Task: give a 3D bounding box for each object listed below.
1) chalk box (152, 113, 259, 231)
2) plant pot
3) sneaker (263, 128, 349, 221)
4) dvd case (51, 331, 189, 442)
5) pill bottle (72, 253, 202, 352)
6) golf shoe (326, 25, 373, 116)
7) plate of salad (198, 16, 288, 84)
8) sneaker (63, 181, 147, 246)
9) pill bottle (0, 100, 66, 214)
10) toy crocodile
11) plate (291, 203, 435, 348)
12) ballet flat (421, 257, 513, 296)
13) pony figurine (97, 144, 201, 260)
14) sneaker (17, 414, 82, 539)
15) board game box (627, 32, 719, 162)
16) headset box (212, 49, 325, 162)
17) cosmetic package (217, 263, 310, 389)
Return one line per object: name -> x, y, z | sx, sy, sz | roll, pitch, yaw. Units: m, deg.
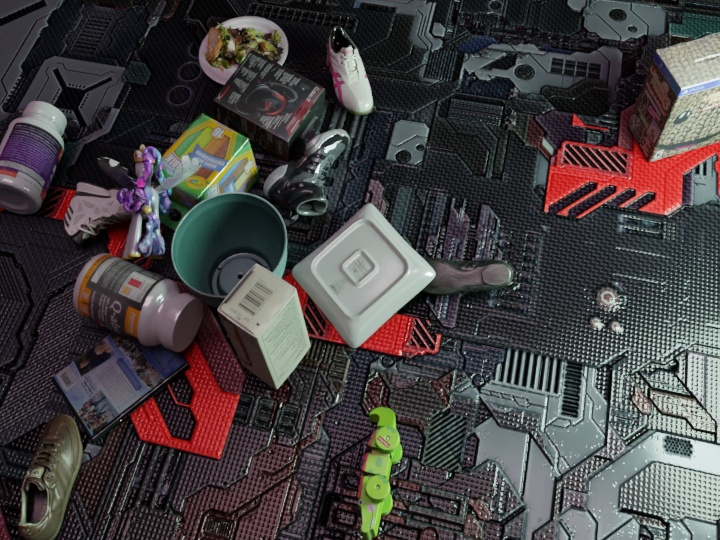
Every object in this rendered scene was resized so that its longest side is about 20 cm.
chalk box -> -0.300, -0.163, 1.424 | 0.122, 0.125, 0.202 | 28, 66, 18
plant pot -> -0.216, -0.014, 1.331 | 0.194, 0.135, 0.205 | -1, 61, 2
sneaker -> -0.080, -0.174, 1.450 | 0.198, 0.076, 0.114 | -38, 66, -10
dvd case -> -0.408, 0.174, 1.305 | 0.199, 0.018, 0.143 | -38, 66, -17
pill bottle -> -0.373, 0.057, 1.292 | 0.196, 0.117, 0.118 | 21, 64, 15
golf shoe -> -0.027, -0.406, 1.563 | 0.071, 0.093, 0.204 | -18, 63, -9
plate of salad -> -0.252, -0.479, 1.640 | 0.194, 0.048, 0.205 | -1, 60, 2
sneaker -> -0.473, -0.090, 1.424 | 0.196, 0.076, 0.118 | 12, 71, 30
pill bottle -> -0.642, -0.223, 1.484 | 0.108, 0.112, 0.205 | 6, 62, 7
toy crocodile -> 0.025, 0.308, 1.179 | 0.060, 0.068, 0.204 | 6, 59, 13
plate -> 0.000, 0.000, 1.350 | 0.199, 0.032, 0.200 | -40, 65, -5
ballet flat -> 0.171, 0.014, 1.353 | 0.194, 0.057, 0.069 | 1, 83, 10
pony figurine -> -0.362, -0.123, 1.287 | 0.162, 0.192, 0.207 | 3, 87, -22
sneaker -> -0.486, 0.317, 1.197 | 0.068, 0.076, 0.205 | -3, 61, 2
board game box -> 0.608, -0.319, 1.415 | 0.155, 0.202, 0.099 | -16, 60, -6
headset box -> -0.172, -0.324, 1.524 | 0.197, 0.075, 0.151 | 28, 66, 8
cosmetic package -> -0.151, 0.094, 1.231 | 0.086, 0.202, 0.104 | 30, 64, 20
